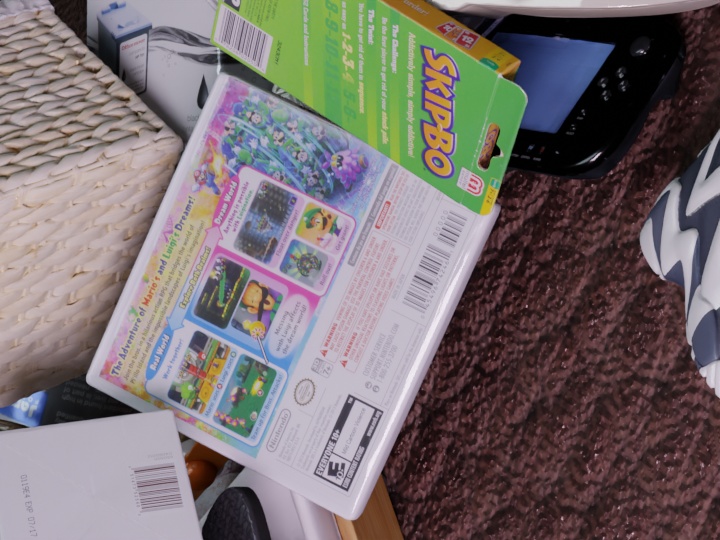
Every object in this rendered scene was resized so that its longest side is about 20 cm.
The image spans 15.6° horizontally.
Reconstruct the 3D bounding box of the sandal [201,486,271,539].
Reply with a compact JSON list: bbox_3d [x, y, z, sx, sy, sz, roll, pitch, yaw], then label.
[{"bbox_3d":[-0.044,0.218,1.463,0.075,0.045,0.201,-34,68,52],"label":"sandal"}]

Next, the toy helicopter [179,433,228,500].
[{"bbox_3d":[-0.105,0.075,1.625,0.200,0.079,0.133,109,161,-74],"label":"toy helicopter"}]

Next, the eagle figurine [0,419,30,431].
[{"bbox_3d":[-0.196,0.200,1.692,0.151,0.151,0.201,14,101,50],"label":"eagle figurine"}]

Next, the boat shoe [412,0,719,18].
[{"bbox_3d":[0.102,-0.169,1.423,0.199,0.073,0.063,3,92,26],"label":"boat shoe"}]

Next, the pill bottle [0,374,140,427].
[{"bbox_3d":[-0.190,0.066,1.784,0.114,0.113,0.201,24,99,54],"label":"pill bottle"}]

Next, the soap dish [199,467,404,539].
[{"bbox_3d":[-0.030,0.209,1.543,0.157,0.081,0.200,-50,43,33],"label":"soap dish"}]

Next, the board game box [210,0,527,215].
[{"bbox_3d":[0.006,-0.117,1.451,0.200,0.030,0.096,36,136,20],"label":"board game box"}]

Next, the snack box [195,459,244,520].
[{"bbox_3d":[-0.077,0.144,1.678,0.200,0.024,0.072,-50,42,33],"label":"snack box"}]

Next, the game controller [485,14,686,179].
[{"bbox_3d":[0.098,-0.101,1.476,0.104,0.042,0.200,-48,30,-18],"label":"game controller"}]

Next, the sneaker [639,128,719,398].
[{"bbox_3d":[0.215,-0.011,1.271,0.199,0.079,0.130,-109,36,-51],"label":"sneaker"}]

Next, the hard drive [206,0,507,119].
[{"bbox_3d":[-0.019,-0.182,1.522,0.140,0.038,0.200,-45,77,13],"label":"hard drive"}]

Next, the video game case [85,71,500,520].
[{"bbox_3d":[-0.040,0.014,1.501,0.182,0.024,0.201,26,98,14],"label":"video game case"}]

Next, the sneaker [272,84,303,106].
[{"bbox_3d":[0.021,-0.146,1.573,0.075,0.084,0.200,39,101,13],"label":"sneaker"}]

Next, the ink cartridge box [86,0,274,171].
[{"bbox_3d":[-0.100,-0.137,1.640,0.146,0.086,0.201,-2,89,49],"label":"ink cartridge box"}]

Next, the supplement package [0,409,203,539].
[{"bbox_3d":[-0.153,0.189,1.507,0.200,0.109,0.114,97,163,-49],"label":"supplement package"}]

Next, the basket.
[{"bbox_3d":[-0.241,-0.032,1.586,0.161,0.200,0.199,41,132,29],"label":"basket"}]
